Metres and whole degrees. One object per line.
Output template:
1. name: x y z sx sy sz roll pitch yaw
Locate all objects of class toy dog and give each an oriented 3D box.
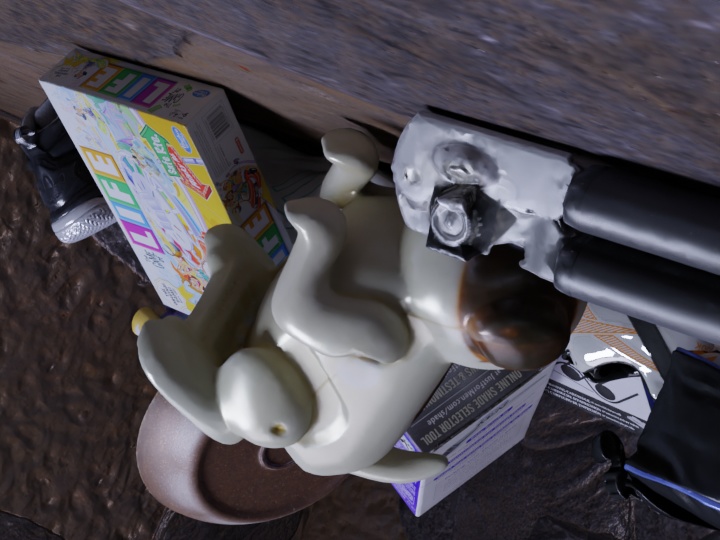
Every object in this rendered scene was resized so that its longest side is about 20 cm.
1. toy dog: 0.019 0.025 0.639 0.194 0.200 0.140 56 -149 -10

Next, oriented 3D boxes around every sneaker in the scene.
1. sneaker: -0.028 -0.038 0.826 0.200 0.080 0.070 18 176 37
2. sneaker: 0.135 0.024 0.810 0.200 0.080 0.074 22 -178 41
3. sneaker: -0.206 -0.106 1.044 0.114 0.075 0.200 60 -151 -10

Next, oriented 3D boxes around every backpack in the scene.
1. backpack: 0.257 0.106 0.650 0.190 0.154 0.200 32 178 -41

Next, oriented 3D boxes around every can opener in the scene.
1. can opener: 0.102 -0.018 0.485 0.200 0.053 0.067 20 -149 28

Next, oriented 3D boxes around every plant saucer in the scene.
1. plant saucer: -0.060 0.117 0.912 0.200 0.200 0.037 22 -159 -43

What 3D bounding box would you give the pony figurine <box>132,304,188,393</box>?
1. pony figurine: -0.102 0.046 0.962 0.166 0.193 0.200 -7 -157 -37

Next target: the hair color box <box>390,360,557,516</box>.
1. hair color box: 0.066 0.100 0.888 0.065 0.109 0.200 52 167 16

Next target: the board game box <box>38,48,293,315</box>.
1. board game box: -0.106 -0.038 0.791 0.134 0.034 0.200 20 146 38

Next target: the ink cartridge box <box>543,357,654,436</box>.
1. ink cartridge box: 0.135 0.048 0.911 0.200 0.044 0.094 23 151 39
